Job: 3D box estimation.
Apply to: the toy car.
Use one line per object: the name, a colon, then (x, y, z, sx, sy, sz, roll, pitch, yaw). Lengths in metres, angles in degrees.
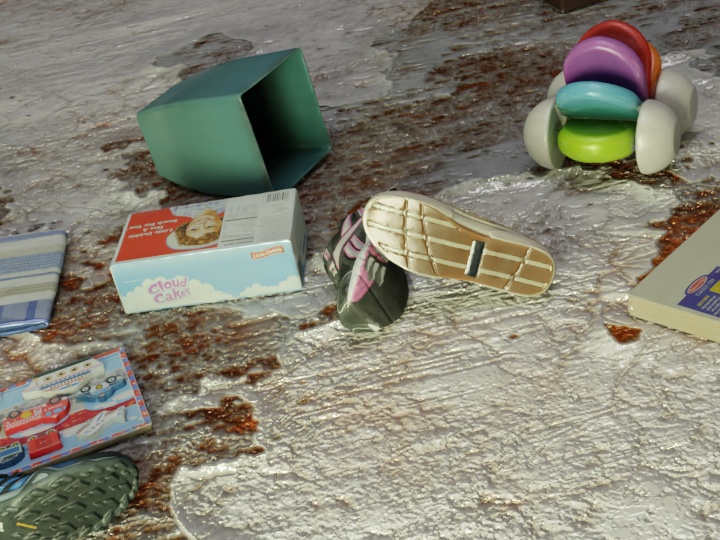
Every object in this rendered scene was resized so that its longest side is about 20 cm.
toy car: (0.286, -0.205, 1.455, 0.174, 0.151, 0.200, 6, 35, 27)

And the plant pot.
plant pot: (-0.170, -0.179, 1.588, 0.199, 0.142, 0.141, 0, 32, 33)

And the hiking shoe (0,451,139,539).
hiking shoe: (-0.289, 0.194, 1.076, 0.199, 0.075, 0.087, -21, 33, -15)

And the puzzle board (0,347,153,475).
puzzle board: (-0.311, 0.142, 1.224, 0.199, 0.017, 0.151, -19, 32, -13)

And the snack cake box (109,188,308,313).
snack cake box: (-0.162, -0.022, 1.390, 0.199, 0.067, 0.115, -8, 33, 7)

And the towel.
towel: (-0.415, 0.018, 1.454, 0.146, 0.024, 0.200, -9, 33, -1)

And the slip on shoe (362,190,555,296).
slip on shoe: (0.097, -0.030, 1.266, 0.199, 0.076, 0.061, 15, 16, -3)

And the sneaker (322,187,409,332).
sneaker: (0.000, 0.000, 1.314, 0.086, 0.081, 0.200, -21, 25, 25)

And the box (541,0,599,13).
box: (0.328, -0.525, 1.913, 0.165, 0.201, 0.164, -20, 32, -13)

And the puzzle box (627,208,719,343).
puzzle box: (0.365, 0.000, 1.217, 0.133, 0.026, 0.200, 19, 43, 40)
